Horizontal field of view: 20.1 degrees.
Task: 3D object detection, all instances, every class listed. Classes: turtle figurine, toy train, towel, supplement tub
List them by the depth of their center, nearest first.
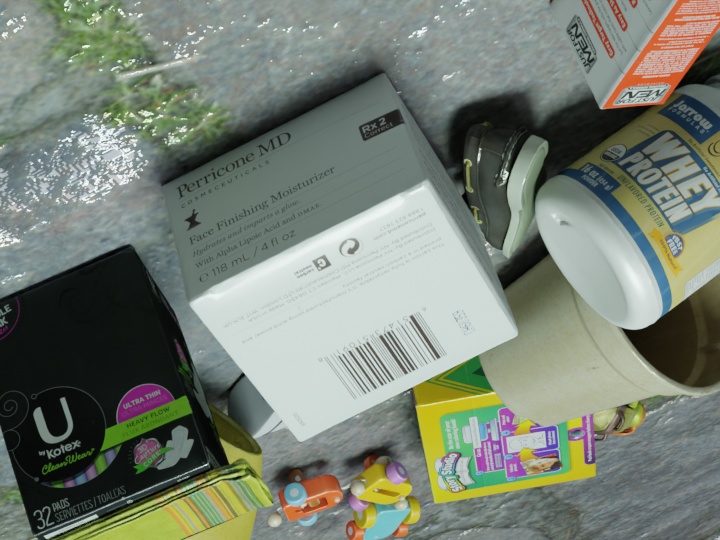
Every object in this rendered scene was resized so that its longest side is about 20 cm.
[{"bbox_3d":[-0.165,0.201,1.541,0.200,0.018,0.086,-23,151,2],"label":"towel"},{"bbox_3d":[0.258,-0.061,1.657,0.200,0.145,0.145,-36,156,-12],"label":"supplement tub"},{"bbox_3d":[-0.017,0.242,2.143,0.150,0.056,0.200,-23,150,3],"label":"toy train"},{"bbox_3d":[0.245,0.150,2.152,0.161,0.065,0.200,11,151,-37],"label":"turtle figurine"}]

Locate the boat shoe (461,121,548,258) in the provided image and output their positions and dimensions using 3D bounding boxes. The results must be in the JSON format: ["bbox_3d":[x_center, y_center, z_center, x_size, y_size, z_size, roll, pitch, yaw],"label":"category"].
[{"bbox_3d":[0.114,-0.069,1.664,0.201,0.060,0.072,84,31,-71],"label":"boat shoe"}]

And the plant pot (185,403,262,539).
[{"bbox_3d":[-0.169,0.191,1.812,0.142,0.200,0.200,-55,146,7],"label":"plant pot"}]

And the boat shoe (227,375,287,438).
[{"bbox_3d":[-0.043,0.094,1.829,0.066,0.072,0.200,-4,149,-41],"label":"boat shoe"}]

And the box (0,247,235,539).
[{"bbox_3d":[-0.200,0.113,1.597,0.148,0.200,0.124,-22,152,0],"label":"box"}]

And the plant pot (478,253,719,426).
[{"bbox_3d":[0.211,0.049,1.835,0.200,0.201,0.183,6,154,-43],"label":"plant pot"}]

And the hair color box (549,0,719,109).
[{"bbox_3d":[0.214,-0.214,1.424,0.061,0.102,0.200,-7,150,-28],"label":"hair color box"}]

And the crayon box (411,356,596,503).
[{"bbox_3d":[0.144,0.150,2.028,0.172,0.058,0.200,-9,144,2],"label":"crayon box"}]

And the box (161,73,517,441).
[{"bbox_3d":[-0.014,-0.007,1.544,0.199,0.131,0.200,-27,135,8],"label":"box"}]
